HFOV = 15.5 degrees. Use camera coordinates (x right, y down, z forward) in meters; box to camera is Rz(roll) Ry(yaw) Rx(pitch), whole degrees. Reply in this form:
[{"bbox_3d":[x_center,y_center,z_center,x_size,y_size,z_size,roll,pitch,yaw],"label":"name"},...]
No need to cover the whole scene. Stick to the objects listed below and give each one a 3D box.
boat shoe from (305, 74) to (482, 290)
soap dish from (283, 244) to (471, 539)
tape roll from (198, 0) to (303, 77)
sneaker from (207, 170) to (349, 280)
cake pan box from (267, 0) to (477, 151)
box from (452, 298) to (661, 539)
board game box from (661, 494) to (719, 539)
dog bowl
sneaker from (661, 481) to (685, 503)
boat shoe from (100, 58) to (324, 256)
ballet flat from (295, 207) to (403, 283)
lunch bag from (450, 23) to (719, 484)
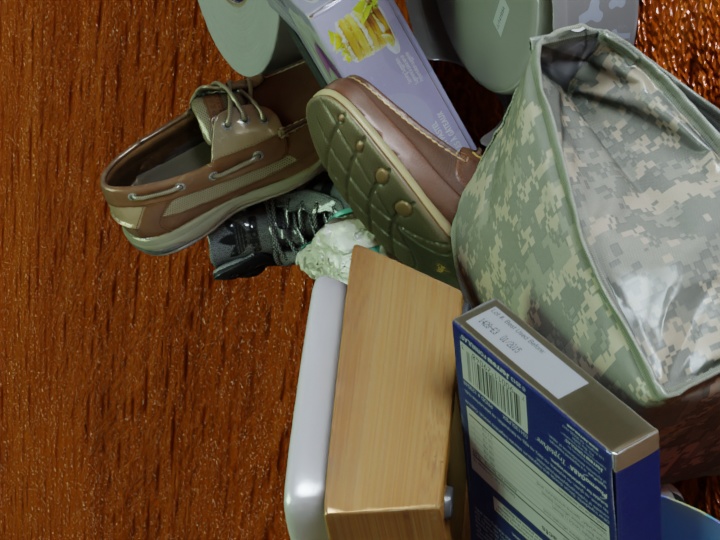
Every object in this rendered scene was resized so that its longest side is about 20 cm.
[{"bbox_3d":[0.053,-0.032,1.415,0.200,0.068,0.072,46,157,-10],"label":"boat shoe"},{"bbox_3d":[0.018,0.108,1.351,0.200,0.081,0.157,79,-166,-54],"label":"soap dish"},{"bbox_3d":[-0.059,-0.231,1.737,0.200,0.066,0.200,168,90,-71],"label":"tape roll"},{"bbox_3d":[-0.040,-0.026,1.728,0.200,0.114,0.076,-165,65,-68],"label":"sneaker"},{"bbox_3d":[0.007,-0.111,1.518,0.184,0.052,0.200,61,176,-27],"label":"cake pan box"},{"bbox_3d":[0.096,0.122,1.261,0.121,0.032,0.200,40,147,41],"label":"box"},{"bbox_3d":[0.178,0.174,1.290,0.158,0.039,0.200,40,147,16],"label":"board game box"},{"bbox_3d":[0.082,-0.166,1.391,0.200,0.059,0.200,168,90,-71],"label":"dog bowl"},{"bbox_3d":[0.107,0.144,1.414,0.116,0.075,0.200,52,146,29],"label":"sneaker"},{"bbox_3d":[-0.078,-0.085,1.688,0.072,0.200,0.076,50,-173,-45],"label":"boat shoe"},{"bbox_3d":[0.000,0.000,1.537,0.200,0.072,0.072,82,176,-88],"label":"ballet flat"},{"bbox_3d":[0.124,-0.005,1.282,0.200,0.118,0.164,65,158,21],"label":"lunch bag"}]
